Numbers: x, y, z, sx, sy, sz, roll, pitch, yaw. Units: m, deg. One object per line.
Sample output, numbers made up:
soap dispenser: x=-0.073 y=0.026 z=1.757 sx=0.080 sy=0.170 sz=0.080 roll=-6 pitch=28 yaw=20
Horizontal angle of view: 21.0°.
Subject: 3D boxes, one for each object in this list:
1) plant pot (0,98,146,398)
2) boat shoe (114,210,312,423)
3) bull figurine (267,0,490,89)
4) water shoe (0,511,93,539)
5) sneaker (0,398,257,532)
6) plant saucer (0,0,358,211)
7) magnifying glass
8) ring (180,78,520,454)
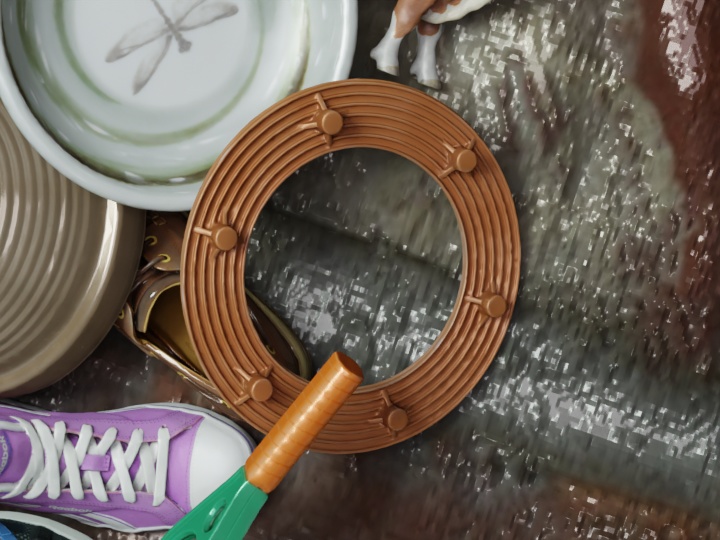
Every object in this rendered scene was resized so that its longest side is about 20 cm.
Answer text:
plant pot: x=-0.221 y=-0.033 z=1.046 sx=0.199 sy=0.092 sz=0.203 roll=-3 pitch=84 yaw=26
boat shoe: x=-0.109 y=0.007 z=1.074 sx=0.200 sy=0.068 sz=0.072 roll=42 pitch=94 yaw=6
bull figurine: x=0.016 y=-0.174 z=1.063 sx=0.198 sy=0.065 sz=0.123 roll=22 pitch=98 yaw=12
water shoe: x=-0.216 y=0.162 z=0.995 sx=0.198 sy=0.079 sz=0.072 roll=13 pitch=98 yaw=-21
sneaker: x=-0.158 y=0.108 z=1.056 sx=0.198 sy=0.114 sz=0.074 roll=2 pitch=88 yaw=6
plant saucer: x=-0.101 y=-0.133 z=1.015 sx=0.198 sy=0.050 sz=0.203 roll=-2 pitch=96 yaw=-19
magnifying glass: x=-0.066 y=0.125 z=1.015 sx=0.022 sy=0.080 sz=0.201 roll=34 pitch=102 yaw=-17
ring: x=0.000 y=0.000 z=1.035 sx=0.198 sy=0.019 sz=0.203 roll=-5 pitch=102 yaw=-23
